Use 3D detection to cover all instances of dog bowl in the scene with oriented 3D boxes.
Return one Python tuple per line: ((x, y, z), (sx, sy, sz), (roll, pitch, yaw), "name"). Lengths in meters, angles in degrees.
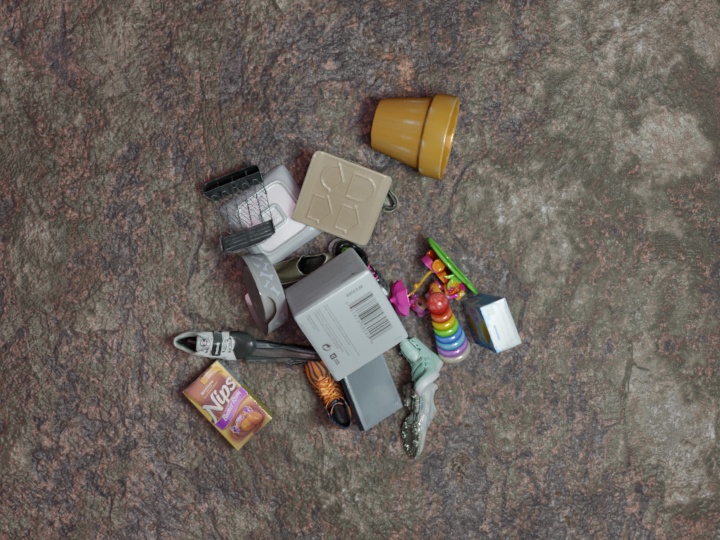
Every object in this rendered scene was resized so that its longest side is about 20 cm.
((-0.232, 0.050, 1.643), (0.059, 0.200, 0.201), (-20, 92, -19), "dog bowl")

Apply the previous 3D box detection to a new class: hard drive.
((0.016, 0.273, 1.710), (0.139, 0.033, 0.200), (-24, 93, -40), "hard drive")

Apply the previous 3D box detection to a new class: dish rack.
((-0.286, -0.142, 1.652), (0.153, 0.055, 0.200), (-21, 61, 6), "dish rack")

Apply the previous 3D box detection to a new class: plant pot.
((0.128, -0.337, 1.677), (0.183, 0.200, 0.201), (14, 89, 10), "plant pot")

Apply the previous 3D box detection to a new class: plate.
((-0.217, -0.131, 1.718), (0.199, 0.032, 0.200), (-36, 93, -3), "plate")

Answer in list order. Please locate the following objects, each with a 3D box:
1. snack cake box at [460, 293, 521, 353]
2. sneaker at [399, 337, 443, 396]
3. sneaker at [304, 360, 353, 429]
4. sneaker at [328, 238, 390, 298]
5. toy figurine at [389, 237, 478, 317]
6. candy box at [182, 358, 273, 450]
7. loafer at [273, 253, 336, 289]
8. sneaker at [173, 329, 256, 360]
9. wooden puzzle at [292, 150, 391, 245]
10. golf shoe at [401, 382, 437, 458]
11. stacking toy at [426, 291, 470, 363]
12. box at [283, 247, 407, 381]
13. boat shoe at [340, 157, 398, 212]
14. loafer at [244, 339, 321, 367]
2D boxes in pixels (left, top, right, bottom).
((0.313, 0.124, 1.683), (0.067, 0.200, 0.115), (-22, 92, -4), "snack cake box")
((0.131, 0.228, 1.679), (0.118, 0.200, 0.074), (41, 106, 3), "sneaker")
((-0.071, 0.298, 1.695), (0.077, 0.112, 0.200), (-32, 92, -4), "sneaker")
((0.000, 0.000, 1.709), (0.074, 0.087, 0.200), (-42, 94, -7), "sneaker")
((0.166, 0.048, 1.726), (0.184, 0.150, 0.200), (-41, 119, 10), "toy figurine")
((-0.325, 0.327, 1.702), (0.117, 0.056, 0.200), (-43, 93, -3), "candy box")
((-0.146, -0.008, 1.677), (0.199, 0.070, 0.075), (-14, 60, 18), "loafer")
((-0.353, 0.180, 1.659), (0.199, 0.089, 0.074), (0, 88, 8), "sneaker")
((-0.046, -0.177, 1.681), (0.199, 0.046, 0.186), (19, 110, -8), "wooden puzzle")
((0.159, 0.374, 1.738), (0.097, 0.078, 0.201), (-6, 108, -33), "golf shoe")
((0.208, 0.133, 1.686), (0.085, 0.085, 0.200), (-26, 128, -4), "stacking toy")
((-0.037, 0.097, 1.582), (0.200, 0.171, 0.199), (-32, 114, -1), "box")
((0.012, -0.216, 1.719), (0.201, 0.066, 0.072), (36, 88, -5), "boat shoe")
((-0.190, 0.211, 1.701), (0.199, 0.072, 0.063), (7, 91, 9), "loafer")
